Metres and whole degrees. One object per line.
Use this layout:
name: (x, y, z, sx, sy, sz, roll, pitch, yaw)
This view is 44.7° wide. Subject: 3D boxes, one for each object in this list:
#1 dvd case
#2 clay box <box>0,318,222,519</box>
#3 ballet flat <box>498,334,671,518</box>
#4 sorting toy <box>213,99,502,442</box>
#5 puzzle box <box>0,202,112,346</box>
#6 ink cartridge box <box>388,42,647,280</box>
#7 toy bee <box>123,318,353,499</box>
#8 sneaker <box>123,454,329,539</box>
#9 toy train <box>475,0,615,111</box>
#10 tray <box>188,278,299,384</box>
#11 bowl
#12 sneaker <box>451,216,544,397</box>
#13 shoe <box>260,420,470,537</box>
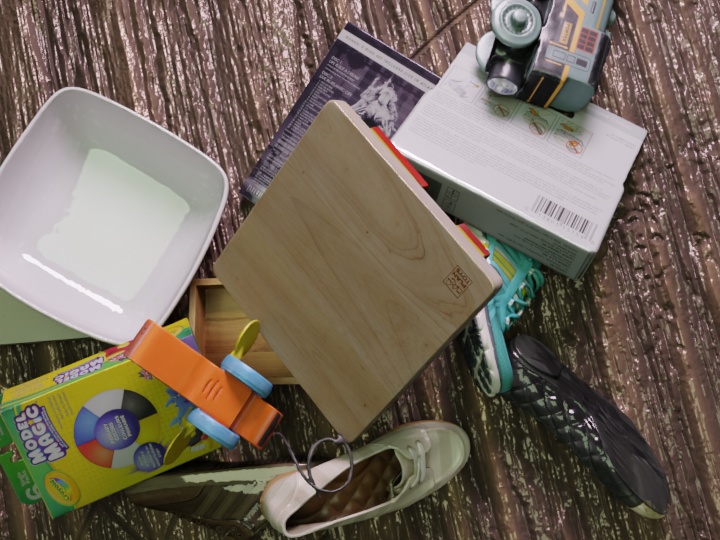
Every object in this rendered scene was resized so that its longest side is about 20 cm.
dvd case: (-0.006, -0.120, 0.850, 0.148, 0.016, 0.202, 33, 89, 12)
clay box: (-0.224, 0.135, 0.774, 0.197, 0.048, 0.117, -23, 112, -11)
ballet flat: (0.193, 0.138, 0.774, 0.200, 0.066, 0.057, 46, 131, 13)
sorting toy: (0.000, 0.000, 0.737, 0.201, 0.069, 0.199, 49, 120, 15)
puzzle box: (-0.339, 0.008, 0.885, 0.196, 0.025, 0.136, -4, 82, 9)
ink cartridge box: (0.141, -0.106, 0.791, 0.198, 0.044, 0.174, 29, 52, 9)
toy bee: (-0.112, 0.120, 0.739, 0.130, 0.109, 0.201, -34, 91, -15)
sneaker: (-0.122, 0.215, 0.801, 0.196, 0.070, 0.077, -6, 87, 10)
toy train: (0.178, -0.242, 0.797, 0.112, 0.085, 0.203, 20, 74, -2)
tray: (-0.063, 0.057, 0.828, 0.196, 0.037, 0.101, -1, 83, 10)
bowl: (-0.240, -0.044, 0.827, 0.198, 0.075, 0.202, 28, 78, -4)
sneaker: (0.122, 0.010, 0.765, 0.078, 0.078, 0.203, 3, 63, -1)
shoe: (0.012, 0.185, 0.761, 0.197, 0.053, 0.071, -17, 96, -16)
